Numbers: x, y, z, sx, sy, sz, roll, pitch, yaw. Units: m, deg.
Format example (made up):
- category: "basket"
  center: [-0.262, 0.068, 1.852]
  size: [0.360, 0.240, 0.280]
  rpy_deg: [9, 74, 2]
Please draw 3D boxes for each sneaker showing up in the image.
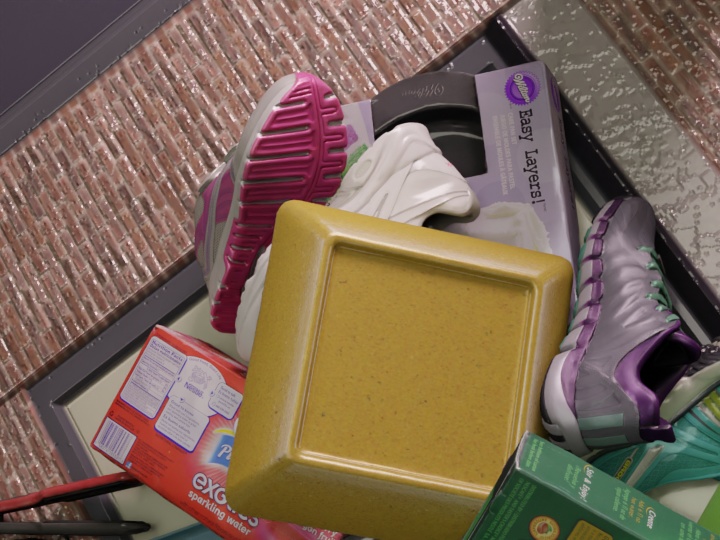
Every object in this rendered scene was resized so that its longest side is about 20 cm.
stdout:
- category: "sneaker"
  center: [0.228, 0.092, 0.826]
  size: [0.199, 0.077, 0.080]
  rpy_deg: [-32, 90, 14]
- category: "sneaker"
  center: [0.180, 0.032, 0.810]
  size: [0.087, 0.075, 0.201]
  rpy_deg: [-5, 47, 34]
- category: "sneaker"
  center: [-0.077, -0.057, 0.920]
  size: [0.088, 0.081, 0.201]
  rpy_deg: [52, 127, 43]
- category: "sneaker"
  center: [0.000, 0.000, 0.862]
  size: [0.099, 0.078, 0.200]
  rpy_deg: [44, 95, 19]

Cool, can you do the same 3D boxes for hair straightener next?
- category: "hair straightener"
  center: [-0.248, 0.204, 0.972]
  size: [0.198, 0.041, 0.078]
  rpy_deg: [-12, 74, 16]

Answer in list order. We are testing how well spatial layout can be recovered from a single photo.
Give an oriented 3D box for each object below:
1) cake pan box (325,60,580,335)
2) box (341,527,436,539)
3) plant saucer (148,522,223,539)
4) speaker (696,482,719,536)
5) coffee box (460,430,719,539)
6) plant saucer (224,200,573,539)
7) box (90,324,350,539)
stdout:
- category: "cake pan box"
  center: [0.060, -0.039, 0.915]
  size: [0.182, 0.052, 0.202]
  rpy_deg: [-9, 75, 15]
- category: "box"
  center: [0.070, 0.215, 0.800]
  size: [0.199, 0.049, 0.162]
  rpy_deg: [-25, 78, -15]
- category: "plant saucer"
  center: [-0.101, 0.281, 0.916]
  size: [0.069, 0.019, 0.202]
  rpy_deg: [-21, 73, 14]
- category: "speaker"
  center: [0.252, 0.140, 0.762]
  size: [0.088, 0.088, 0.201]
  rpy_deg: [31, 108, 23]
- category: "coffee box"
  center: [0.152, 0.190, 0.726]
  size: [0.199, 0.044, 0.124]
  rpy_deg: [28, 119, 4]
- category: "plant saucer"
  center: [0.031, 0.063, 0.785]
  size: [0.198, 0.048, 0.202]
  rpy_deg: [11, 75, -6]
- category: "box"
  center: [-0.073, 0.132, 0.897]
  size: [0.199, 0.095, 0.100]
  rpy_deg: [28, 89, 22]
